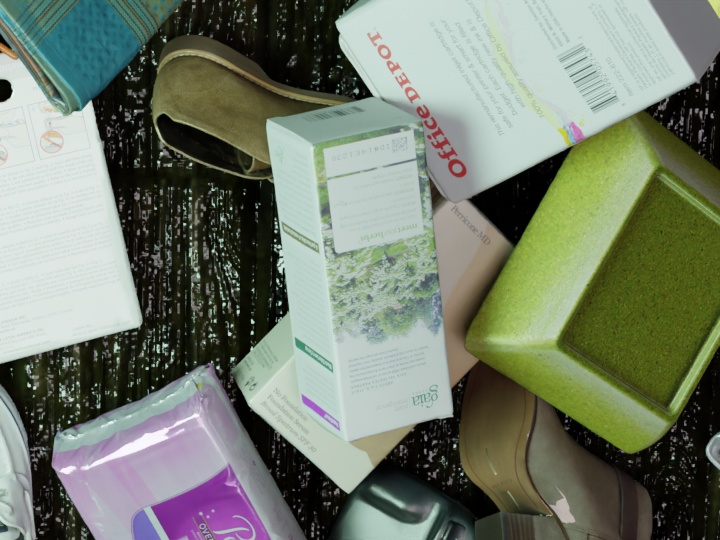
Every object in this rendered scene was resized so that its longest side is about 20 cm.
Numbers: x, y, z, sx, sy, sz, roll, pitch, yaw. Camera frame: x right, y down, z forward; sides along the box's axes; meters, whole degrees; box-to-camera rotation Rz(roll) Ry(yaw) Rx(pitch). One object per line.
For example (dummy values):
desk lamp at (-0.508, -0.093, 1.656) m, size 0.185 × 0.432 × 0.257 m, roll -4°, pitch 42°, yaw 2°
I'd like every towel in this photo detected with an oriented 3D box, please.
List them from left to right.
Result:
towel at (-0.166, -0.208, 1.569) m, size 0.147 × 0.022 × 0.200 m, roll 53°, pitch 51°, yaw -21°

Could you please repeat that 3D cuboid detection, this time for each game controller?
game controller at (0.005, 0.237, 1.768) m, size 0.104 × 0.042 × 0.200 m, roll 32°, pitch 97°, yaw 23°

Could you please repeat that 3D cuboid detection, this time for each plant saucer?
plant saucer at (0.191, 0.011, 1.713) m, size 0.200 × 0.048 × 0.200 m, roll 32°, pitch 86°, yaw -40°

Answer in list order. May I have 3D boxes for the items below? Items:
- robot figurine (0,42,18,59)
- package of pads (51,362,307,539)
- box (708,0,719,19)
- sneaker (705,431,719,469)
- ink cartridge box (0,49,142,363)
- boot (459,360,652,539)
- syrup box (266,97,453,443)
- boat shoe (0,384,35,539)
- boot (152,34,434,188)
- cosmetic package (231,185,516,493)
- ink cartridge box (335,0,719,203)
robot figurine at (-0.306, -0.177, 1.551) m, size 0.199 × 0.144 × 0.117 m, roll 4°, pitch 127°, yaw -14°
package of pads at (-0.109, 0.173, 1.710) m, size 0.120 × 0.076 × 0.200 m, roll -24°, pitch 109°, yaw 11°
box at (0.240, -0.264, 1.655) m, size 0.048 × 0.122 × 0.200 m, roll 16°, pitch 102°, yaw -14°
sneaker at (0.293, 0.184, 1.823) m, size 0.112 × 0.071 × 0.200 m, roll 14°, pitch 94°, yaw -21°
ink cartridge box at (-0.240, -0.040, 1.645) m, size 0.161 × 0.050 × 0.200 m, roll -14°, pitch 104°, yaw -9°
boot at (0.143, 0.144, 1.774) m, size 0.146 × 0.070 × 0.201 m, roll 16°, pitch 72°, yaw -38°
syrup box at (0.000, 0.000, 1.612) m, size 0.079 × 0.081 × 0.200 m, roll -13°, pitch 109°, yaw -21°
boat shoe at (-0.245, 0.163, 1.688) m, size 0.073 × 0.065 × 0.200 m, roll -15°, pitch 109°, yaw -9°
boot at (-0.044, -0.078, 1.652) m, size 0.200 × 0.076 × 0.074 m, roll 22°, pitch 136°, yaw -14°
cosmetic package at (0.020, 0.040, 1.714) m, size 0.105 × 0.071 × 0.200 m, roll 42°, pitch 93°, yaw -20°
ink cartridge box at (0.107, -0.152, 1.613) m, size 0.200 × 0.085 × 0.145 m, roll -27°, pitch 103°, yaw 32°
